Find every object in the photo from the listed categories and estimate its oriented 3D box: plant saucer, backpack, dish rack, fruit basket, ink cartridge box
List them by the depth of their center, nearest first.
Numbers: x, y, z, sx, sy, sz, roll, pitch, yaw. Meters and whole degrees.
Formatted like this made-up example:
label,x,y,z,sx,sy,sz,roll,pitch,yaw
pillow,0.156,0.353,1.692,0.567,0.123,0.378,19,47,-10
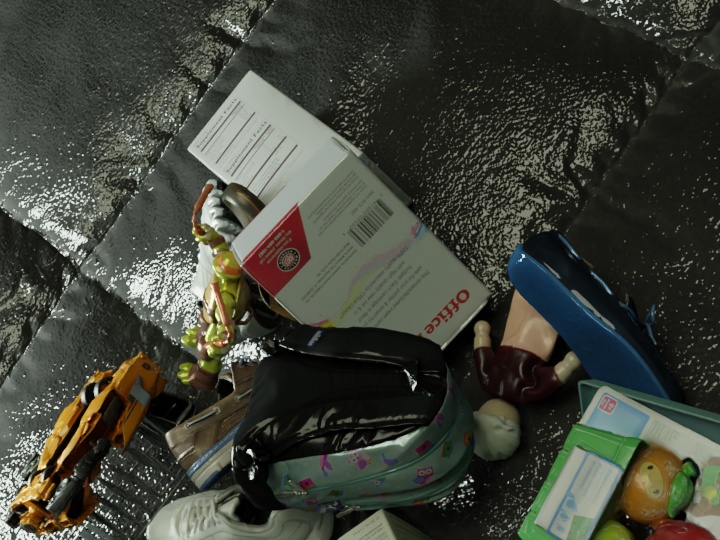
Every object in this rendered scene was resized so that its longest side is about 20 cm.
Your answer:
label,x,y,z,sx,sy,sz,roll,pitch,yaw
fruit basket,0.237,0.217,1.267,0.199,0.094,0.187,28,87,31
plant saucer,0.275,0.141,1.309,0.198,0.071,0.019,14,39,35
backpack,0.001,0.135,1.368,0.198,0.127,0.168,-9,47,21
ink cartridge box,0.000,0.000,1.455,0.146,0.200,0.083,-45,19,1
dish rack,-0.231,0.214,1.529,0.201,0.055,0.153,-53,21,-16

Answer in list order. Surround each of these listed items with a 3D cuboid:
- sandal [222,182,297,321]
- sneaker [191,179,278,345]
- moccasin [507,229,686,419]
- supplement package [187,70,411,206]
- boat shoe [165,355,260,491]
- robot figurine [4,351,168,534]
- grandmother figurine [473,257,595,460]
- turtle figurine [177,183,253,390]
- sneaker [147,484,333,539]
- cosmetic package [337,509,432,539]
label,x,y,z,sx,sy,sz,roll,pitch,yaw
sandal,-0.080,0.005,1.526,0.054,0.201,0.082,-39,14,-16
sneaker,-0.147,-0.008,1.637,0.081,0.075,0.202,-31,53,24
moccasin,0.218,0.041,1.353,0.068,0.080,0.201,-37,85,-34
supplement package,-0.065,-0.099,1.604,0.110,0.114,0.200,-50,51,-1
boat shoe,-0.103,0.121,1.484,0.072,0.072,0.200,46,52,5
robot figurine,-0.269,0.176,1.518,0.144,0.058,0.201,-23,32,50
grandmother figurine,0.151,0.079,1.420,0.121,0.060,0.202,11,74,52
turtle figurine,-0.138,0.027,1.512,0.162,0.064,0.201,111,154,-43
sneaker,-0.126,0.235,1.478,0.198,0.081,0.076,-11,62,27
cosmetic package,0.051,0.315,1.323,0.071,0.105,0.201,-36,51,11
